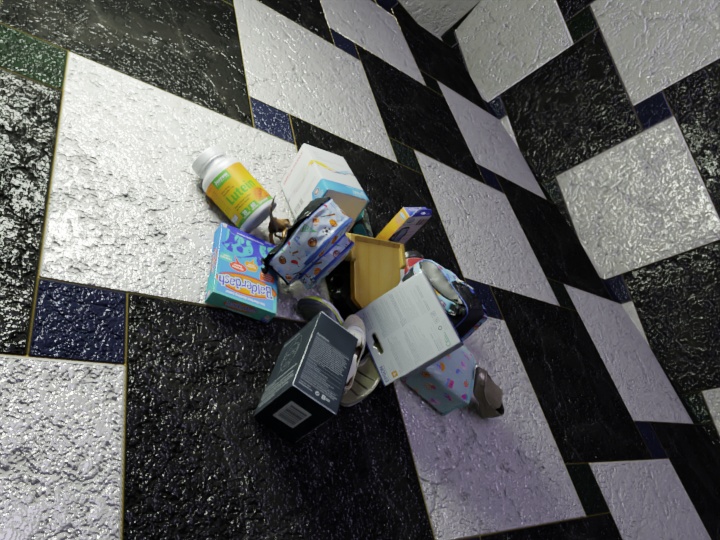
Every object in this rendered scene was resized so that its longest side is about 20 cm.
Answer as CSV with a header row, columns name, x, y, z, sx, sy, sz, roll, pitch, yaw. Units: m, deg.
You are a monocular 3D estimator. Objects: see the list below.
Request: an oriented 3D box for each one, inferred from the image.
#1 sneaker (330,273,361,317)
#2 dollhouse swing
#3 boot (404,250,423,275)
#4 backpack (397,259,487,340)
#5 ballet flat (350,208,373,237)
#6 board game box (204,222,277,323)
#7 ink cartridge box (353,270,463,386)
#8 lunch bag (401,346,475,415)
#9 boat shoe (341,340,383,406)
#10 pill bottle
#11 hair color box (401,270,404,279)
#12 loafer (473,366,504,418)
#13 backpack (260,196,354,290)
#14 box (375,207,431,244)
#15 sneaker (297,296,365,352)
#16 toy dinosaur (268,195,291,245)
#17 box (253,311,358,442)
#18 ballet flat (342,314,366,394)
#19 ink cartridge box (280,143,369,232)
name,x,y,z,sx,sy,sz,roll,pitch,yaw
sneaker,-0.026,0.088,1.329,0.090,0.076,0.201,9,41,-33
dollhouse swing,0.000,0.000,1.357,0.199,0.181,0.178,7,93,-44
boot,0.206,0.012,1.530,0.199,0.072,0.145,21,43,-29
backpack,0.188,0.080,1.292,0.134,0.183,0.201,4,44,-44
ballet flat,0.001,-0.129,1.567,0.074,0.074,0.201,19,46,-34
board game box,-0.260,0.004,1.172,0.151,0.045,0.201,23,43,-31
ink cartridge box,0.106,0.134,1.201,0.043,0.199,0.197,33,27,-57
lunch bag,0.214,0.245,1.383,0.170,0.122,0.201,40,42,-10
boat shoe,0.015,0.243,1.209,0.075,0.069,0.200,38,56,17
pill bottle,-0.305,-0.197,1.254,0.200,0.111,0.111,47,35,-1
hair color box,0.134,0.053,1.526,0.199,0.064,0.112,-5,62,-47
loafer,0.348,0.328,1.409,0.201,0.068,0.076,65,32,-42
backpack,-0.103,-0.064,1.188,0.154,0.191,0.200,36,41,-3
box,0.123,-0.125,1.562,0.119,0.200,0.042,-9,58,-50
sneaker,-0.074,0.143,1.218,0.200,0.074,0.081,44,40,-2
toy dinosaur,-0.209,-0.108,1.282,0.200,0.060,0.107,75,7,-86
box,-0.106,0.212,1.052,0.107,0.148,0.201,37,37,-15
ballet flat,-0.018,0.182,1.162,0.067,0.062,0.201,25,56,-17
ink cartridge box,-0.102,-0.213,1.426,0.145,0.147,0.201,9,41,-39
